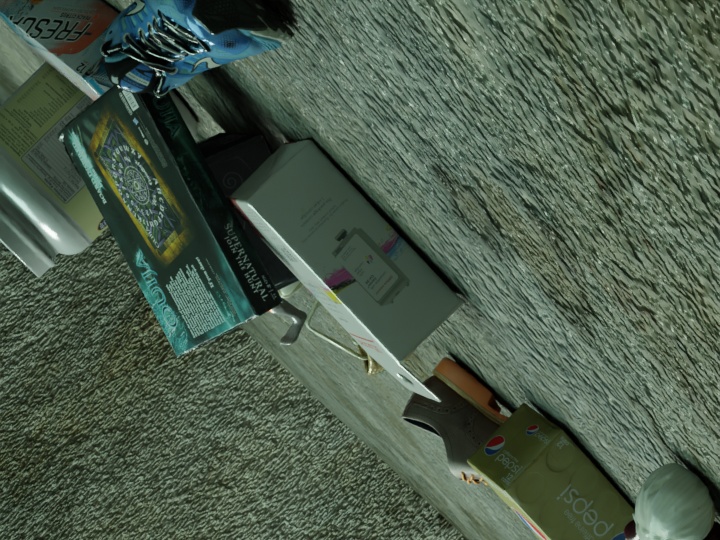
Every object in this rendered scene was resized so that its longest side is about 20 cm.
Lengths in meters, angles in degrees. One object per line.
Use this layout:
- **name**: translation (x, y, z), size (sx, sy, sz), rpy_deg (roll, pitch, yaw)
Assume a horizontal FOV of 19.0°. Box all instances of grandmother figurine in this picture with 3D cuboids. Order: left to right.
- **grandmother figurine**: translation (0.224, 0.187, 1.398), size (0.121, 0.061, 0.200), rpy_deg (8, 151, 30)

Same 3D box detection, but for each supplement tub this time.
- **supplement tub**: translation (-0.261, -0.107, 1.929), size (0.145, 0.200, 0.145), rpy_deg (44, 174, 6)

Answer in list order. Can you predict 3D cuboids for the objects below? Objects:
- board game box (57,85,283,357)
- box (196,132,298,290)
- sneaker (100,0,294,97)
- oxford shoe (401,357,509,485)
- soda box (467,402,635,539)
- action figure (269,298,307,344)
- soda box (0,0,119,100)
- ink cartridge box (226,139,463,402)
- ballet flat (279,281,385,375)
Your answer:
- **board game box**: translation (-0.145, -0.042, 1.608), size (0.135, 0.028, 0.200), rpy_deg (-26, 92, 55)
- **box**: translation (-0.120, -0.038, 1.755), size (0.122, 0.106, 0.200), rpy_deg (67, 170, -8)
- **sneaker**: translation (-0.101, -0.131, 1.228), size (0.078, 0.090, 0.200), rpy_deg (45, 173, -10)
- **oxford shoe**: translation (0.119, 0.161, 1.806), size (0.200, 0.073, 0.071), rpy_deg (41, 174, 30)
- **soda box**: translation (0.175, 0.196, 1.702), size (0.200, 0.068, 0.064), rpy_deg (48, 173, -31)
- **action figure**: translation (-0.121, -0.046, 2.082), size (0.194, 0.104, 0.200), rpy_deg (57, -167, -35)
- **soda box**: translation (-0.240, -0.199, 1.823), size (0.200, 0.064, 0.068), rpy_deg (37, 171, 47)
- **ink cartridge box**: translation (0.000, 0.000, 1.549), size (0.200, 0.067, 0.116), rpy_deg (47, 174, -10)
- **ballet flat**: translation (-0.035, 0.015, 1.888), size (0.200, 0.065, 0.071), rpy_deg (45, 173, -3)
